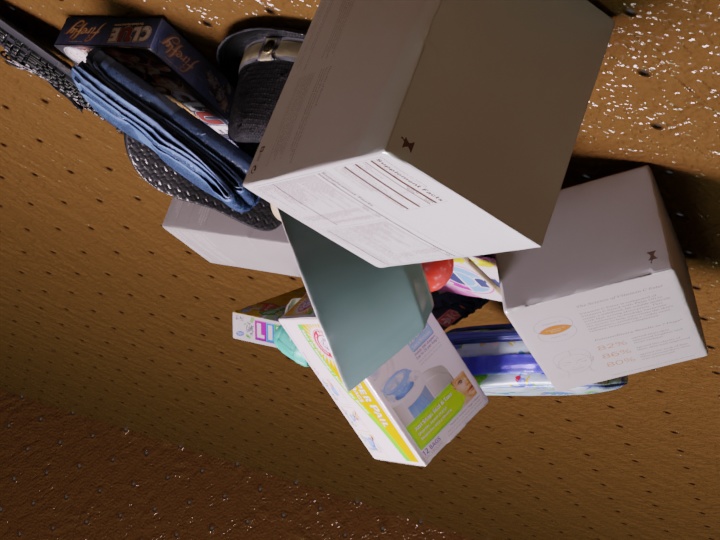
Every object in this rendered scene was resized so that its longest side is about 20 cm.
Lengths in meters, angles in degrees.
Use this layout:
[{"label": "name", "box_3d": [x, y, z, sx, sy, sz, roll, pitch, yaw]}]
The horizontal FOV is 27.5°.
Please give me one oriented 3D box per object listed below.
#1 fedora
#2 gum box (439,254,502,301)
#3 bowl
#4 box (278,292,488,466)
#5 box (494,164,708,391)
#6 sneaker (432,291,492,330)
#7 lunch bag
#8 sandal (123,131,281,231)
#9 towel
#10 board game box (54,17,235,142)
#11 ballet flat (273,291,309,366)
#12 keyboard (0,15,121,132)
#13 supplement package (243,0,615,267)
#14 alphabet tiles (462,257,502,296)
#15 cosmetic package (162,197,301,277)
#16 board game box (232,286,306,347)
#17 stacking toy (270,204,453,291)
[{"label": "fedora", "box_3d": [-0.050, -0.137, 1.322, 0.200, 0.092, 0.201, 20, 163, 6]}, {"label": "gum box", "box_3d": [0.119, -0.022, 1.510, 0.199, 0.066, 0.113, 9, 160, 35]}, {"label": "bowl", "box_3d": [0.000, 0.000, 1.347, 0.105, 0.201, 0.201, -20, 159, -2]}, {"label": "box", "box_3d": [0.024, 0.094, 1.555, 0.101, 0.112, 0.200, -3, 124, 58]}, {"label": "box", "box_3d": [0.219, 0.013, 1.341, 0.152, 0.107, 0.200, -15, 150, 14]}, {"label": "sneaker", "box_3d": [0.115, 0.027, 1.636, 0.075, 0.085, 0.200, 33, 159, -33]}, {"label": "lunch bag", "box_3d": [0.193, 0.101, 1.654, 0.199, 0.083, 0.161, -5, 175, 29]}, {"label": "sandal", "box_3d": [-0.162, -0.099, 1.497, 0.200, 0.076, 0.048, 32, 177, -31]}, {"label": "towel", "box_3d": [-0.177, -0.126, 1.374, 0.200, 0.049, 0.112, 35, 176, 5]}, {"label": "board game box", "box_3d": [-0.188, -0.180, 1.455, 0.135, 0.035, 0.200, 7, 158, 38]}, {"label": "ballet flat", "box_3d": [-0.039, 0.037, 1.659, 0.070, 0.200, 0.068, 25, 125, 13]}, {"label": "keyboard", "box_3d": [-0.313, -0.198, 1.517, 0.200, 0.021, 0.127, 37, 169, -12]}, {"label": "supplement package", "box_3d": [0.049, -0.122, 1.087, 0.147, 0.192, 0.200, 30, 161, -27]}, {"label": "alphabet tiles", "box_3d": [0.076, -0.031, 1.346, 0.166, 0.006, 0.200, 44, -177, 18]}, {"label": "cosmetic package", "box_3d": [-0.112, -0.053, 1.668, 0.199, 0.091, 0.107, 6, 158, 32]}, {"label": "board game box", "box_3d": [-0.042, 0.054, 1.791, 0.134, 0.034, 0.200, 10, -163, 33]}, {"label": "stacking toy", "box_3d": [0.008, -0.044, 1.463, 0.200, 0.085, 0.085, 32, 168, 25]}]
